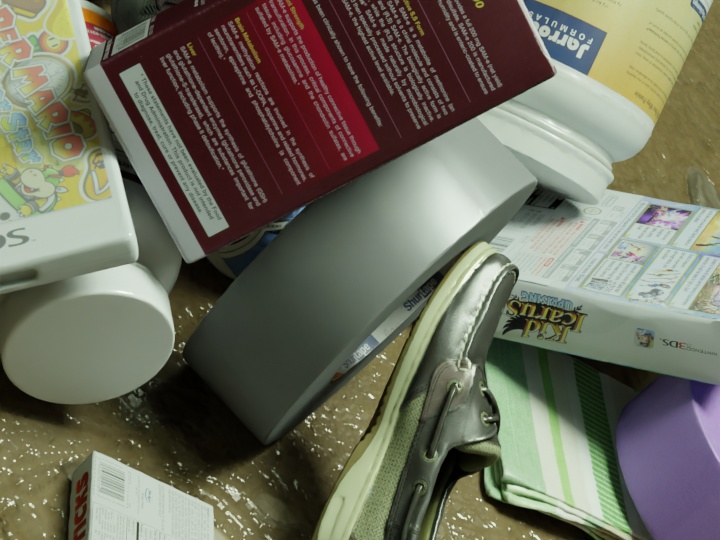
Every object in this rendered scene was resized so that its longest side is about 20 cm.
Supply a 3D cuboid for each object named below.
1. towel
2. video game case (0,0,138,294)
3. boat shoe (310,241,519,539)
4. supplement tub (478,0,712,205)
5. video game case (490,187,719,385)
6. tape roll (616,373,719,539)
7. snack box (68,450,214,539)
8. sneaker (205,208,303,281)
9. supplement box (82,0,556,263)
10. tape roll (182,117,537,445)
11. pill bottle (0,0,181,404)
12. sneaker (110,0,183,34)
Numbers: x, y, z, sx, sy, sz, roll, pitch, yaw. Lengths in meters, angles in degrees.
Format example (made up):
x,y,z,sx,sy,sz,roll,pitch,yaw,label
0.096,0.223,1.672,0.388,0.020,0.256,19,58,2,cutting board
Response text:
x,y,z,sx,sy,sz,roll,pitch,yaw,label
0.152,0.117,1.549,0.200,0.023,0.153,26,34,-24,towel
-0.212,-0.062,1.231,0.181,0.023,0.200,-13,50,-5,video game case
0.041,0.083,1.303,0.066,0.201,0.072,23,-17,16,boat shoe
0.136,-0.156,1.600,0.144,0.201,0.144,25,-4,2,supplement tub
0.165,0.004,1.574,0.181,0.046,0.200,10,21,18,video game case
0.247,0.138,1.544,0.200,0.066,0.200,34,30,-22,tape roll
-0.103,0.173,1.181,0.072,0.024,0.200,29,34,-25,snack box
-0.047,-0.056,1.384,0.077,0.200,0.076,21,54,24,sneaker
-0.020,-0.100,1.220,0.109,0.199,0.061,62,6,-15,supplement box
0.000,0.000,1.340,0.066,0.200,0.200,45,31,6,tape roll
-0.153,-0.035,1.291,0.113,0.113,0.200,19,40,-35,pill bottle
-0.111,-0.176,1.394,0.115,0.076,0.200,21,29,18,sneaker
